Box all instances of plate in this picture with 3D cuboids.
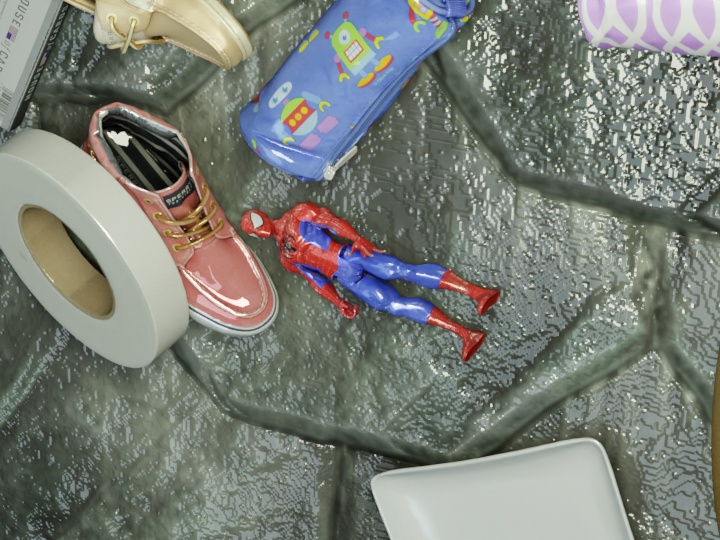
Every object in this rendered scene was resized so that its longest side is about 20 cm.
[{"bbox_3d":[0.127,0.223,1.569,0.200,0.032,0.200,-13,105,31],"label":"plate"}]

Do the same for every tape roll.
[{"bbox_3d":[-0.212,-0.015,1.574,0.203,0.037,0.203,36,151,24],"label":"tape roll"}]

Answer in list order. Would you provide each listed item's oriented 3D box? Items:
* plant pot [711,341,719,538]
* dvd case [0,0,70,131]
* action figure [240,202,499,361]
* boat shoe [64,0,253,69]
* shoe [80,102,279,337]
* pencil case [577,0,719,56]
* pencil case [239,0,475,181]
[{"bbox_3d":[0.305,0.114,1.363,0.186,0.186,0.200,25,133,14],"label":"plant pot"},{"bbox_3d":[-0.321,-0.220,1.600,0.200,0.025,0.150,34,122,8],"label":"dvd case"},{"bbox_3d":[0.000,0.000,1.528,0.200,0.052,0.065,25,123,17],"label":"action figure"},{"bbox_3d":[-0.170,-0.192,1.499,0.200,0.069,0.074,32,163,18],"label":"boat shoe"},{"bbox_3d":[-0.134,-0.037,1.540,0.200,0.071,0.091,48,162,5],"label":"shoe"},{"bbox_3d":[0.238,-0.177,1.316,0.200,0.084,0.086,6,79,22],"label":"pencil case"},{"bbox_3d":[-0.002,-0.142,1.446,0.200,0.078,0.087,-47,70,33],"label":"pencil case"}]
